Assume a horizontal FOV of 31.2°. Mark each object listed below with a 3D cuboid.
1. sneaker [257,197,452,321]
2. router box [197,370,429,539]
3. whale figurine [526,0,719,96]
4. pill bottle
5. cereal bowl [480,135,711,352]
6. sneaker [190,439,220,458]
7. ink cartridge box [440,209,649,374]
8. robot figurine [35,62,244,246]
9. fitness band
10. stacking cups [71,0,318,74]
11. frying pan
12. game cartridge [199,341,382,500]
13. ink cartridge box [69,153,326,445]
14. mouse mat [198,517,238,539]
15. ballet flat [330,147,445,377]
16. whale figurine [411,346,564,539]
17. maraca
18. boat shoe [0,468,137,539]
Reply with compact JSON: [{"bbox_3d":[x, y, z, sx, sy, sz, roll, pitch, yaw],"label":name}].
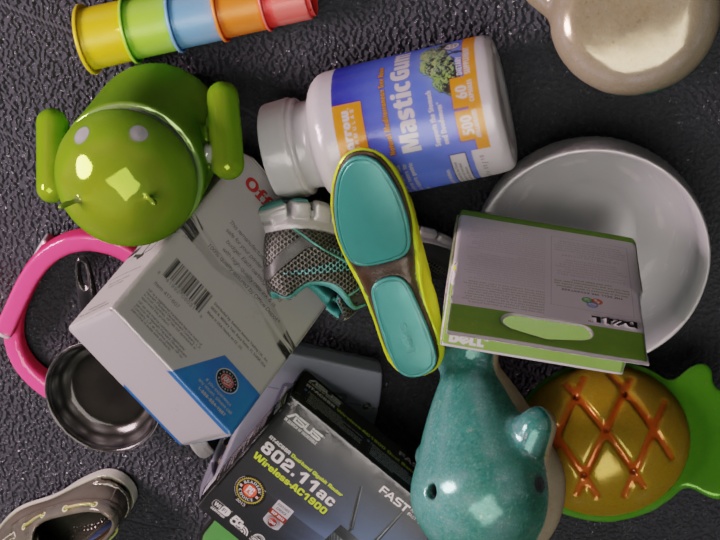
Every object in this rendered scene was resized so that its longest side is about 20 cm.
[{"bbox_3d":[0.000,0.000,1.101,0.198,0.077,0.092,10,82,-24],"label":"sneaker"},{"bbox_3d":[-0.024,0.211,1.165,0.200,0.062,0.150,39,111,-3],"label":"router box"},{"bbox_3d":[0.203,-0.235,0.995,0.158,0.104,0.202,-14,89,15],"label":"whale figurine"},{"bbox_3d":[0.021,-0.117,1.056,0.198,0.112,0.113,-11,115,12],"label":"pill bottle"},{"bbox_3d":[0.193,-0.024,1.095,0.198,0.083,0.202,3,116,6],"label":"cereal bowl"},{"bbox_3d":[-0.135,0.087,1.204,0.111,0.073,0.201,-27,133,-9],"label":"sneaker"},{"bbox_3d":[0.134,0.037,0.975,0.146,0.200,0.076,9,118,4],"label":"ink cartridge box"},{"bbox_3d":[-0.175,-0.094,1.044,0.174,0.200,0.117,-4,117,11],"label":"robot figurine"},{"bbox_3d":[-0.260,0.046,1.218,0.143,0.038,0.201,30,118,-8],"label":"fitness band"},{"bbox_3d":[-0.136,-0.213,1.061,0.198,0.061,0.061,-12,115,11],"label":"stacking cups"},{"bbox_3d":[-0.256,0.084,1.203,0.114,0.031,0.191,-20,105,17],"label":"frying pan"},{"bbox_3d":[-0.061,0.155,1.225,0.132,0.041,0.201,16,119,-18],"label":"game cartridge"},{"bbox_3d":[-0.123,0.023,1.093,0.146,0.200,0.084,49,142,-17],"label":"ink cartridge box"},{"bbox_3d":[-0.044,0.237,1.217,0.160,0.008,0.200,36,112,-2],"label":"mouse mat"},{"bbox_3d":[0.025,-0.011,1.039,0.066,0.067,0.201,-11,111,18],"label":"ballet flat"},{"bbox_3d":[0.089,0.140,1.063,0.159,0.103,0.202,-23,72,49],"label":"whale figurine"},{"bbox_3d":[0.230,0.143,1.106,0.198,0.107,0.138,-6,78,7],"label":"maraca"},{"bbox_3d":[-0.317,0.273,1.326,0.201,0.060,0.072,-32,108,21],"label":"boat shoe"}]
